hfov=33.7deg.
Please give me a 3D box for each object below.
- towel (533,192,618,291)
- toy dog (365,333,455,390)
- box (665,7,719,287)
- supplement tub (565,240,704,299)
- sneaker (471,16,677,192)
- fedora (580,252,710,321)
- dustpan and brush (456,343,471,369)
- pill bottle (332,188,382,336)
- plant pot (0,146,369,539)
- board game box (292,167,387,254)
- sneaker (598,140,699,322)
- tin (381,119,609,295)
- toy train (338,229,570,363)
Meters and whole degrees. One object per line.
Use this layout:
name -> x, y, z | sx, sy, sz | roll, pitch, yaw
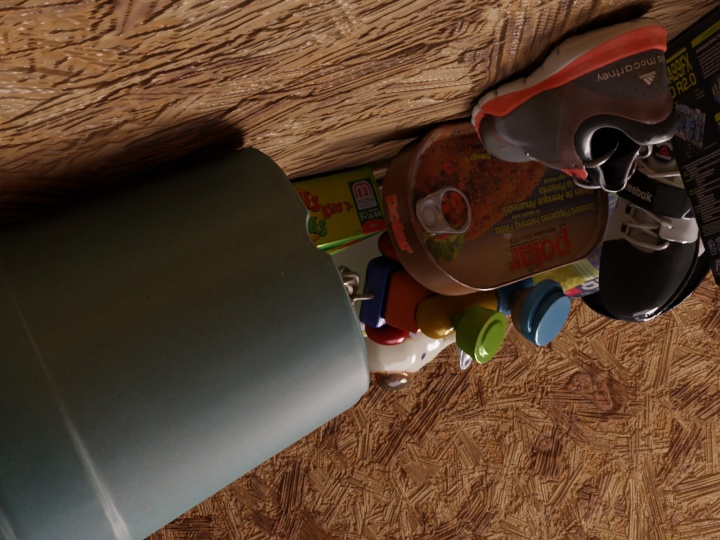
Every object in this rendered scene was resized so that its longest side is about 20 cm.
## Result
towel -> 0.163, -0.049, 0.969 | 0.199, 0.144, 0.023 | -26, -159, 44
toy dog -> 0.032, 0.048, 1.360 | 0.192, 0.141, 0.200 | -6, -162, -8
box -> 0.249, -0.082, 0.704 | 0.044, 0.162, 0.200 | -16, 175, -11
supplement tub -> 0.200, -0.051, 1.069 | 0.199, 0.142, 0.140 | -22, 175, 40
sneaker -> 0.123, -0.080, 0.704 | 0.076, 0.083, 0.200 | -17, 176, -12
fedora -> 0.263, -0.056, 1.176 | 0.199, 0.203, 0.091 | -21, 150, 37
dustpan and brush -> 0.116, 0.013, 1.272 | 0.139, 0.057, 0.202 | -16, 132, -35
pill bottle -> 0.000, 0.000, 1.029 | 0.113, 0.115, 0.200 | -18, 176, -8
plant pot -> -0.112, 0.042, 0.615 | 0.195, 0.202, 0.200 | -25, 178, -16
board game box -> -0.080, -0.017, 0.887 | 0.101, 0.048, 0.199 | -16, 176, -40
sneaker -> 0.213, -0.064, 0.846 | 0.074, 0.202, 0.088 | 20, 175, 34
tin -> 0.096, -0.047, 0.816 | 0.199, 0.113, 0.042 | -14, 174, -41
toy train -> 0.051, 0.029, 0.837 | 0.115, 0.085, 0.199 | 29, -148, 36
